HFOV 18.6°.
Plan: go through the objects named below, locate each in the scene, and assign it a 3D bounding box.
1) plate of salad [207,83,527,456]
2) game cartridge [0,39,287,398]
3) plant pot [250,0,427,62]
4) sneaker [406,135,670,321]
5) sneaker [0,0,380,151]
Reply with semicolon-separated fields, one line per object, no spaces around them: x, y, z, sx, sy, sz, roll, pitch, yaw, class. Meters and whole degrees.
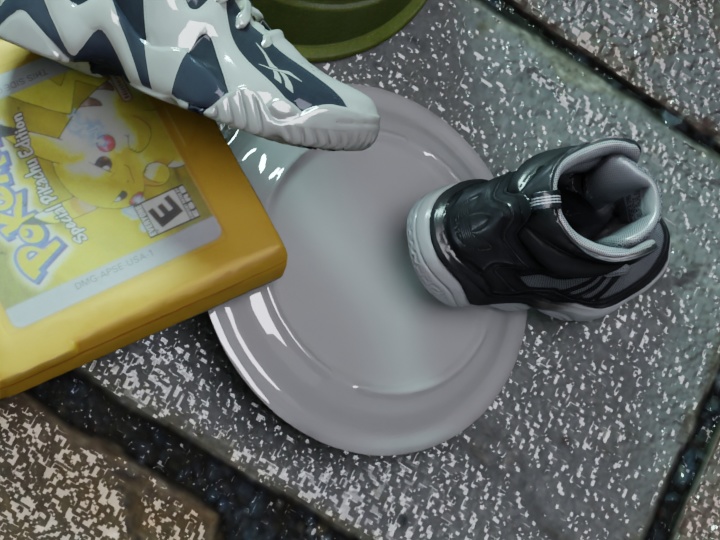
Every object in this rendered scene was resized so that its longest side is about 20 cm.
0.000;0.000;1.168;0.199;0.048;0.202;8;73;-28;plate of salad
-0.162;-0.036;1.091;0.199;0.032;0.177;-24;71;-19;game cartridge
-0.007;-0.232;1.141;0.198;0.190;0.202;5;76;-21;plant pot
0.126;-0.021;1.159;0.199;0.113;0.076;0;76;-46;sneaker
-0.070;-0.142;1.072;0.198;0.079;0.131;20;93;12;sneaker
